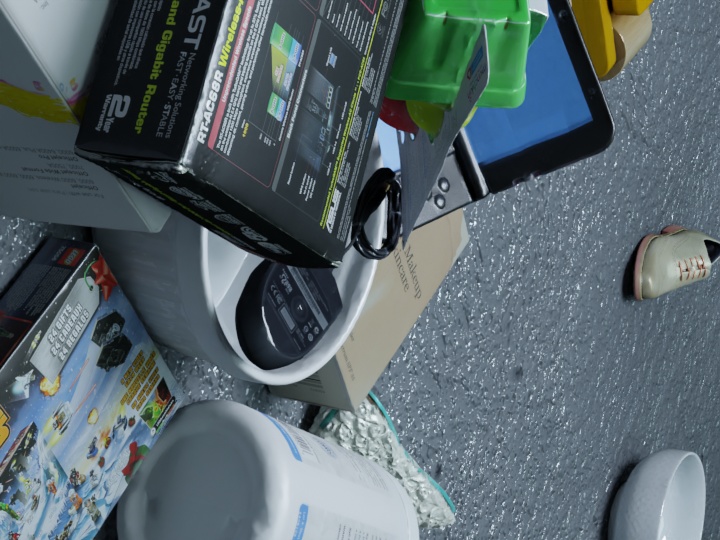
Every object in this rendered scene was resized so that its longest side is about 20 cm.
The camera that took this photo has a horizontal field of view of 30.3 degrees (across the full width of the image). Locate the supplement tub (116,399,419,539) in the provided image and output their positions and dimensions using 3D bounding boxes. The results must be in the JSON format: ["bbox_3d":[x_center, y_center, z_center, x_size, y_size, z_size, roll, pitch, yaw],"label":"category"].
[{"bbox_3d":[-0.057,0.171,0.891,0.200,0.131,0.133,36,67,-56],"label":"supplement tub"}]

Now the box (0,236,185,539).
[{"bbox_3d":[-0.186,0.101,0.746,0.201,0.039,0.138,-59,143,-34],"label":"box"}]

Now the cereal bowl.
[{"bbox_3d":[0.367,0.321,1.678,0.199,0.082,0.203,-22,116,-55],"label":"cereal bowl"}]

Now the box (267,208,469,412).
[{"bbox_3d":[0.000,0.000,0.996,0.201,0.077,0.096,-55,139,-37],"label":"box"}]

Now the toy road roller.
[{"bbox_3d":[0.276,-0.294,1.322,0.123,0.145,0.202,-46,134,-44],"label":"toy road roller"}]

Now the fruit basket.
[{"bbox_3d":[0.048,-0.137,0.794,0.201,0.092,0.187,101,-12,-64],"label":"fruit basket"}]

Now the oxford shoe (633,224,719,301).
[{"bbox_3d":[0.395,-0.012,1.655,0.200,0.073,0.072,-34,125,-51],"label":"oxford shoe"}]

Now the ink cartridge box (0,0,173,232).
[{"bbox_3d":[-0.158,-0.140,0.634,0.148,0.143,0.201,-61,143,-31],"label":"ink cartridge box"}]

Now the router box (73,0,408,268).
[{"bbox_3d":[-0.043,-0.118,0.631,0.150,0.061,0.202,34,68,-60],"label":"router box"}]

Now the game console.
[{"bbox_3d":[0.058,-0.145,0.934,0.171,0.118,0.202,-25,95,-39],"label":"game console"}]

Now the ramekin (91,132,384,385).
[{"bbox_3d":[-0.078,-0.035,0.833,0.199,0.104,0.203,-19,113,-57],"label":"ramekin"}]

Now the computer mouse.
[{"bbox_3d":[-0.024,-0.005,0.807,0.059,0.034,0.200,62,37,-16],"label":"computer mouse"}]

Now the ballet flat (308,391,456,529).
[{"bbox_3d":[0.013,0.164,1.080,0.201,0.071,0.072,57,50,-41],"label":"ballet flat"}]
